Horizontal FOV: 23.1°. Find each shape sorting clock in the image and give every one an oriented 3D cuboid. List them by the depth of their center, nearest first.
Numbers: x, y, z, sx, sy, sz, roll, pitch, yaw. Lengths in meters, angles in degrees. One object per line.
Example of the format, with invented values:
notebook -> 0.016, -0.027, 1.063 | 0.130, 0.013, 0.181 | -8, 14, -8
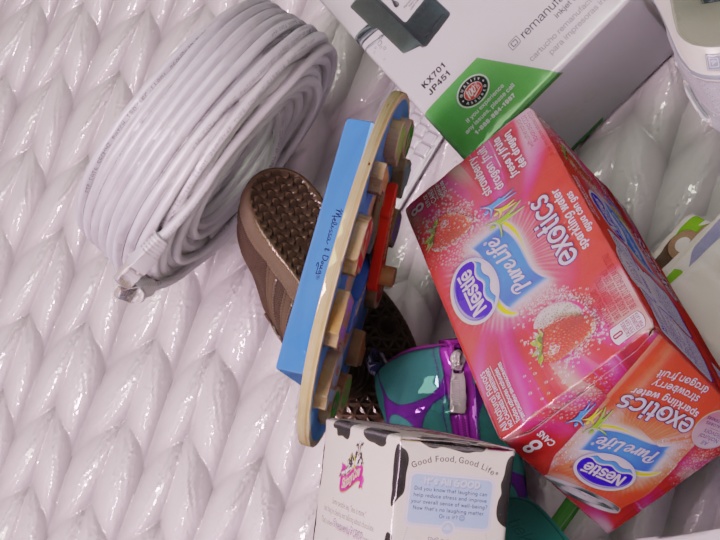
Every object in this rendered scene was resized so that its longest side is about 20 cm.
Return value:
shape sorting clock -> 0.000, 0.000, 0.966 | 0.039, 0.200, 0.201 | 15, 75, 10

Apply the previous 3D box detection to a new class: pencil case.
pencil case -> 0.057, 0.135, 0.976 | 0.085, 0.092, 0.201 | -5, 62, -5

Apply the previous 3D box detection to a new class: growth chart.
growth chart -> 0.177, 0.026, 0.931 | 0.200, 0.018, 0.145 | -41, 36, 9

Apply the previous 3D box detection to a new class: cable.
cable -> -0.095, -0.079, 1.117 | 0.069, 0.200, 0.200 | 36, 100, 8

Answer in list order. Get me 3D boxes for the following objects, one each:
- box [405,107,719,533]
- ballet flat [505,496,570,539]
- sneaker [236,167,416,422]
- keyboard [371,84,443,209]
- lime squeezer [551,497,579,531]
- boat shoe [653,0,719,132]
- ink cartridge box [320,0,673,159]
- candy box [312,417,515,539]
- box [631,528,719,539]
box -> 0.107, 0.021, 0.910 | 0.095, 0.100, 0.200 | -38, 37, 14
ballet flat -> 0.104, 0.180, 0.822 | 0.067, 0.071, 0.200 | -13, 25, -15
sneaker -> -0.019, 0.033, 1.100 | 0.070, 0.076, 0.200 | -18, 72, -17
keyboard -> 0.031, -0.092, 1.154 | 0.056, 0.011, 0.200 | 28, 86, 39
lime squeezer -> 0.134, 0.061, 0.978 | 0.070, 0.038, 0.200 | 0, 54, 9
boat shoe -> 0.203, -0.135, 1.001 | 0.070, 0.072, 0.201 | -8, 28, 11
ink cartridge box -> 0.076, -0.165, 1.099 | 0.147, 0.083, 0.200 | -46, 57, 9
candy box -> 0.016, 0.177, 0.862 | 0.136, 0.061, 0.201 | 179, 97, -74
box -> 0.218, 0.221, 0.815 | 0.152, 0.106, 0.201 | -16, 61, 29
